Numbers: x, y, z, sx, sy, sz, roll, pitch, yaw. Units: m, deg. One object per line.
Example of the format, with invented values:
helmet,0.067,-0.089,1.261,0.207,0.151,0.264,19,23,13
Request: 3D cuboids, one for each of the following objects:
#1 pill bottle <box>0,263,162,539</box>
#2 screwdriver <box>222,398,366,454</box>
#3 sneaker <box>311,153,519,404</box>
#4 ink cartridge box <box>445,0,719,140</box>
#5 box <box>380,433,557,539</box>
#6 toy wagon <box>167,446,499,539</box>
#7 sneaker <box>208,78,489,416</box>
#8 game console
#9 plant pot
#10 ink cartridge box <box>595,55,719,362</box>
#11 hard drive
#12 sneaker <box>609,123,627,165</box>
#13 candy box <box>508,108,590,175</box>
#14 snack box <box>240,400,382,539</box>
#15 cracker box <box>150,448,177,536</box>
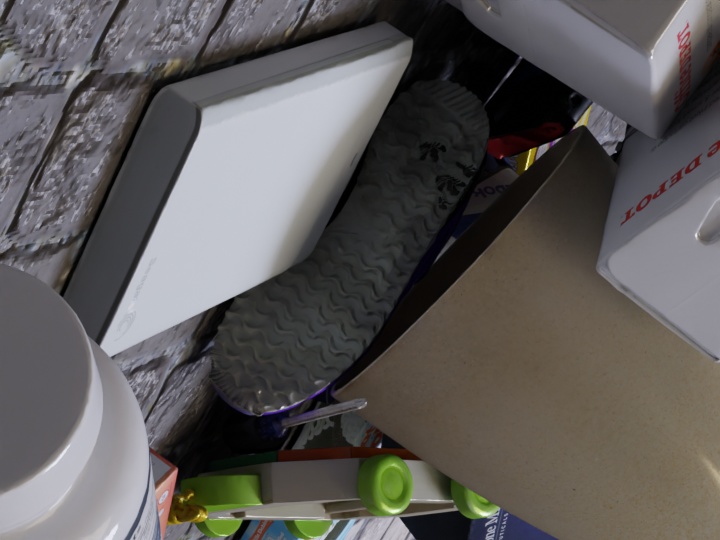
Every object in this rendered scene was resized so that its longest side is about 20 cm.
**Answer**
pill bottle,-0.135,0.081,0.804,0.120,0.119,0.200,-49,163,-23
screwdriver,-0.037,0.075,1.133,0.028,0.029,0.200,-61,-171,-18
sneaker,0.059,0.009,1.250,0.199,0.115,0.081,-45,161,-33
ink cartridge box,0.132,-0.190,0.994,0.200,0.145,0.147,-53,166,-4
box,0.121,0.083,1.350,0.200,0.104,0.148,-20,139,-25
toy wagon,-0.026,0.121,1.208,0.200,0.155,0.040,8,75,-42
sneaker,0.001,0.000,1.145,0.200,0.070,0.100,-51,170,-10
game console,0.142,-0.147,1.217,0.200,0.031,0.177,-52,-175,-7
plant pot,0.119,0.062,1.121,0.187,0.200,0.187,-46,-176,4
ink cartridge box,0.201,-0.076,1.054,0.146,0.086,0.200,-39,-158,38
hard drive,-0.053,-0.038,0.981,0.200,0.026,0.132,-28,149,-60
sneaker,0.162,-0.061,1.229,0.079,0.200,0.130,16,145,-33
candy box,0.103,-0.033,1.387,0.102,0.026,0.200,-38,145,-58
snack box,0.001,0.098,1.406,0.200,0.037,0.116,-61,164,18
cracker box,-0.171,0.172,1.002,0.200,0.058,0.134,-43,160,-36
